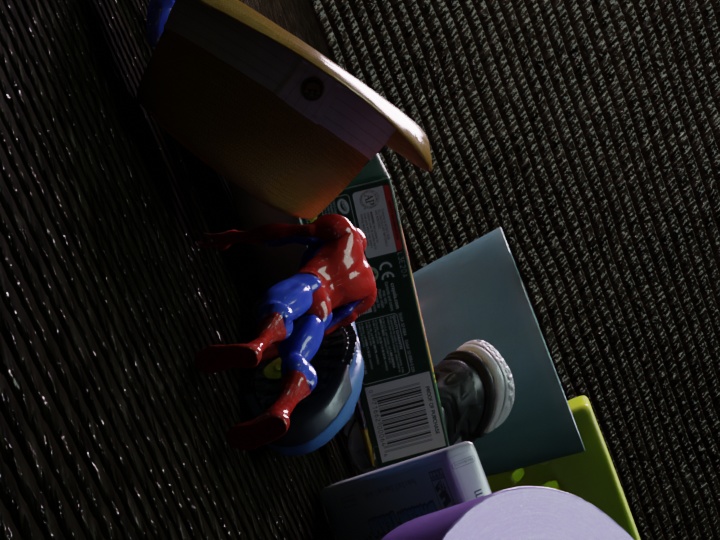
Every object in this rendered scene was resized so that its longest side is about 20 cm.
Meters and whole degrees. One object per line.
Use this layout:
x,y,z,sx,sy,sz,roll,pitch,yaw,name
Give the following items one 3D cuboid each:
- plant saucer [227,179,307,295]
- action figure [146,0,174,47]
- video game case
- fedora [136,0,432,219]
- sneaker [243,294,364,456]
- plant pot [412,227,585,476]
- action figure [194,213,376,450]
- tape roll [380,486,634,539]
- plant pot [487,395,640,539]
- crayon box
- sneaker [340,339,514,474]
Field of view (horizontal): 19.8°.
-0.060,-0.045,1.310,0.201,0.038,0.203,165,-90,-89,plant saucer
-0.129,-0.199,1.236,0.066,0.051,0.201,-91,158,-67,action figure
0.048,0.196,1.155,0.200,0.024,0.183,-30,-100,66,video game case
-0.056,-0.088,1.119,0.200,0.082,0.201,33,1,0,fedora
-0.024,0.069,1.150,0.200,0.065,0.079,-98,170,-72,sneaker
0.081,0.085,1.750,0.201,0.160,0.202,-20,90,-85,plant pot
-0.053,0.025,1.079,0.200,0.098,0.066,-51,126,-59,action figure
0.078,0.210,0.997,0.199,0.065,0.202,18,61,-36,tape roll
0.170,0.246,1.991,0.199,0.180,0.202,29,40,-84,plant pot
0.000,0.000,1.378,0.173,0.058,0.201,-109,-174,-63,crayon box
0.033,0.135,1.517,0.076,0.113,0.201,52,-40,27,sneaker
